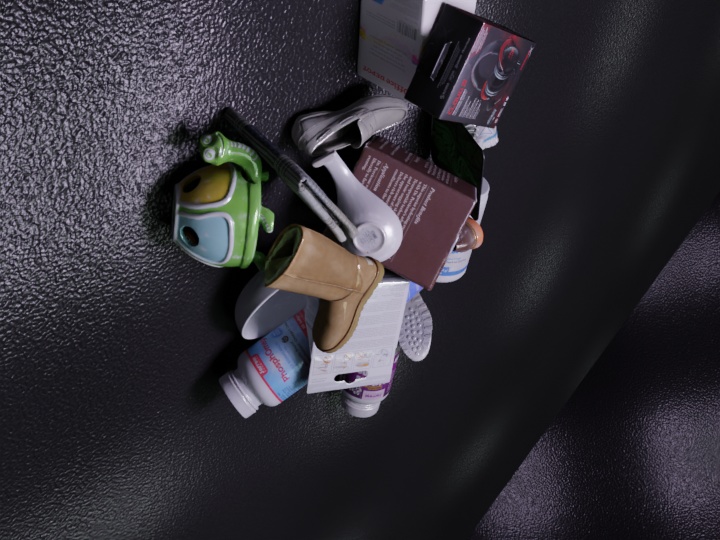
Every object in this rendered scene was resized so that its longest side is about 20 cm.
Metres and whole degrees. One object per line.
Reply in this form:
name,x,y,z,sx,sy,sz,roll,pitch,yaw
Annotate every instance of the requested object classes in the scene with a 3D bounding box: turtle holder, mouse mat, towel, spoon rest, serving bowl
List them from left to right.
turtle holder,-0.190,-0.085,1.220,0.131,0.142,0.186,3,156,-14
serving bowl,-0.131,0.027,1.468,0.200,0.066,0.200,-36,166,-11
towel,-0.098,-0.130,1.263,0.035,0.192,0.200,-47,148,0
spoon rest,-0.007,-0.099,1.369,0.099,0.061,0.201,-24,114,13
mouse mat,0.168,-0.203,1.575,0.007,0.201,0.162,-16,138,-13

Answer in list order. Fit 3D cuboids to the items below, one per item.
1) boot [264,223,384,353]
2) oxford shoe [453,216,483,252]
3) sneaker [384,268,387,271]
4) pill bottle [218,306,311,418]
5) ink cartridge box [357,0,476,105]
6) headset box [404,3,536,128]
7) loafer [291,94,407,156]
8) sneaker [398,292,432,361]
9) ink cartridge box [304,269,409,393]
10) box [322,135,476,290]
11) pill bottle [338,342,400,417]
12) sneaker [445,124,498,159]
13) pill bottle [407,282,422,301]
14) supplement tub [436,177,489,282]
boot,-0.071,0.030,1.294,0.199,0.066,0.176,18,103,-52
oxford shoe,0.126,-0.091,1.613,0.073,0.199,0.072,-23,128,-38
sneaker,0.000,0.000,1.550,0.200,0.086,0.078,-161,-100,-79
pill bottle,-0.136,0.159,1.511,0.199,0.109,0.109,-36,148,-4
ink cartridge box,0.083,-0.361,1.354,0.125,0.128,0.201,-33,145,-32
headset box,0.160,-0.299,1.320,0.199,0.075,0.149,-4,124,-55
loafer,-0.009,-0.219,1.376,0.199,0.070,0.070,-21,150,-22
sneaker,0.104,0.096,1.790,0.076,0.201,0.081,-11,149,4
ink cartridge box,-0.013,0.098,1.465,0.161,0.057,0.201,-4,123,-25
box,0.068,-0.100,1.467,0.167,0.199,0.164,-62,180,15
pill bottle,0.015,0.203,1.832,0.112,0.112,0.201,-25,138,-41
sneaker,0.209,-0.264,1.678,0.200,0.074,0.087,-50,145,-56
pill bottle,0.028,0.040,1.689,0.200,0.112,0.112,-40,147,-24
supplement tub,0.166,-0.091,1.738,0.132,0.132,0.201,-25,139,-41
